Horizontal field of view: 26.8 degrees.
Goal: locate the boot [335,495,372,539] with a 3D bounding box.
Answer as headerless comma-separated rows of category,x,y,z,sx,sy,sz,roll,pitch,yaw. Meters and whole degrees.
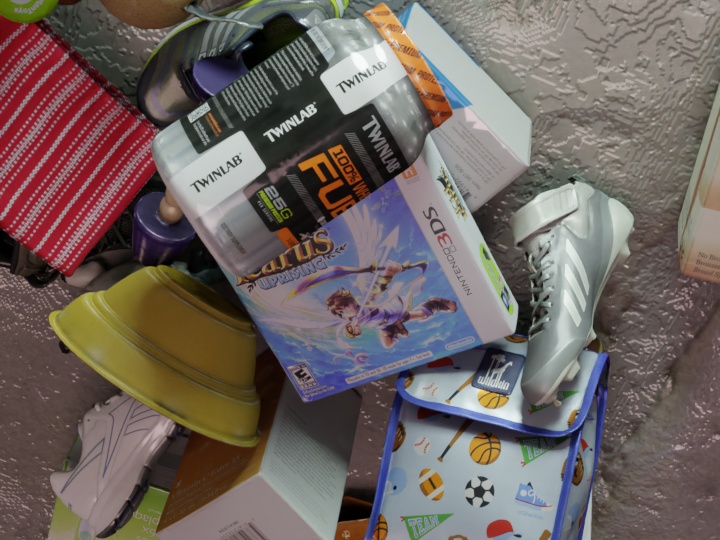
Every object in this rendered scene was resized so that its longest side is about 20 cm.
boot,0.026,0.289,1.461,0.198,0.071,0.145,5,125,12

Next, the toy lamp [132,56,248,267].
toy lamp,-0.139,-0.079,1.201,0.058,0.059,0.201,24,130,-6

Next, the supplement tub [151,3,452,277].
supplement tub,-0.040,-0.097,1.088,0.199,0.123,0.123,-34,112,2

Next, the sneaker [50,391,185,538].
sneaker,-0.205,0.138,1.363,0.087,0.075,0.201,32,78,6

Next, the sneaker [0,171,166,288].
sneaker,-0.229,-0.032,1.286,0.197,0.115,0.077,2,122,3

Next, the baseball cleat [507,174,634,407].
baseball cleat,0.150,0.010,1.212,0.106,0.201,0.070,35,145,-8

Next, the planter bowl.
planter bowl,-0.146,0.053,1.228,0.199,0.200,0.084,31,95,-10

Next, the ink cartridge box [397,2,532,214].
ink cartridge box,0.019,-0.091,1.225,0.144,0.085,0.199,43,118,-16

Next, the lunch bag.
lunch bag,0.108,0.149,1.249,0.168,0.202,0.124,11,168,19

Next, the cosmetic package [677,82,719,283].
cosmetic package,0.320,-0.091,1.174,0.102,0.088,0.202,11,122,4

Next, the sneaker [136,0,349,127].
sneaker,-0.102,-0.170,1.199,0.199,0.081,0.074,-29,113,24

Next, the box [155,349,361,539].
box,-0.085,0.171,1.332,0.124,0.201,0.098,-33,112,25

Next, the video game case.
video game case,0.000,0.000,1.209,0.198,0.046,0.182,-20,116,21

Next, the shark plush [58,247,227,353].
shark plush,-0.187,0.020,1.359,0.199,0.091,0.083,-30,138,9

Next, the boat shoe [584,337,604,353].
boat shoe,0.119,0.100,1.332,0.199,0.072,0.068,-29,115,26

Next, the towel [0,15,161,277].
towel,-0.250,-0.101,1.181,0.145,0.022,0.200,-50,130,-4

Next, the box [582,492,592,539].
box,0.148,0.272,1.355,0.111,0.201,0.102,6,122,6

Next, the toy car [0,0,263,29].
toy car,-0.158,-0.244,1.125,0.198,0.165,0.158,24,123,-17

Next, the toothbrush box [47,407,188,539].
toothbrush box,-0.225,0.253,1.473,0.144,0.086,0.202,19,123,-1
